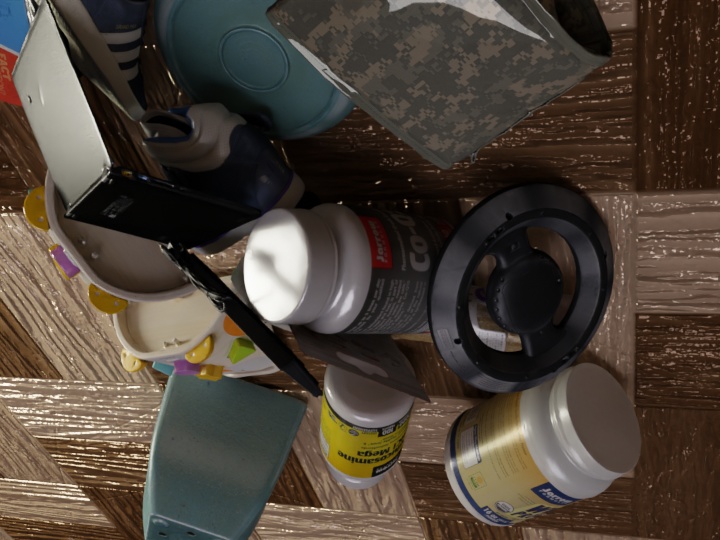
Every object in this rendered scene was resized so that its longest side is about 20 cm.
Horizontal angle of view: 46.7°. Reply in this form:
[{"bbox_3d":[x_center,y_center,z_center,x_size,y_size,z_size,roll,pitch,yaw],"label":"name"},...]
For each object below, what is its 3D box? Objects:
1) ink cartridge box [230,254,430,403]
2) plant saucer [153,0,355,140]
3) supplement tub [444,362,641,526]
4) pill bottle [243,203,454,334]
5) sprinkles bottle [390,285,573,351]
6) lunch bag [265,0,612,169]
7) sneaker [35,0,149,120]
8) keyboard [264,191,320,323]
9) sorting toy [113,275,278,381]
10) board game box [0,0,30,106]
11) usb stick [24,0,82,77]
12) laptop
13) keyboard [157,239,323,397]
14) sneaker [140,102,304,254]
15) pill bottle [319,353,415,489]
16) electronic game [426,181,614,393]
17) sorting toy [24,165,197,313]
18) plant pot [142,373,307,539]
[{"bbox_3d":[-0.034,0.065,0.832,0.159,0.201,0.051,24,110,-32],"label":"ink cartridge box"},{"bbox_3d":[-0.089,-0.187,0.718,0.195,0.028,0.203,9,140,8],"label":"plant saucer"},{"bbox_3d":[0.207,0.201,0.962,0.143,0.147,0.199,32,137,-19],"label":"supplement tub"},{"bbox_3d":[0.000,0.000,0.764,0.197,0.117,0.113,4,154,-43],"label":"pill bottle"},{"bbox_3d":[0.130,0.051,0.878,0.195,0.069,0.069,6,139,12],"label":"sprinkles bottle"},{"bbox_3d":[0.063,-0.183,0.602,0.199,0.119,0.163,42,133,-20],"label":"lunch bag"},{"bbox_3d":[-0.206,-0.206,0.708,0.075,0.085,0.201,39,166,14],"label":"sneaker"},{"bbox_3d":[-0.075,-0.007,0.921,0.102,0.040,0.203,-15,133,-1],"label":"keyboard"},{"bbox_3d":[-0.179,0.092,1.027,0.196,0.109,0.180,-10,152,28],"label":"sorting toy"},{"bbox_3d":[-0.376,-0.236,0.747,0.195,0.041,0.155,14,140,3],"label":"board game box"},{"bbox_3d":[-0.260,-0.239,0.694,0.032,0.056,0.202,13,140,2],"label":"usb stick"},{"bbox_3d":[-0.199,-0.109,0.717,0.196,0.119,0.186,15,166,-28],"label":"laptop"},{"bbox_3d":[-0.113,0.030,0.736,0.199,0.021,0.127,38,173,38],"label":"keyboard"},{"bbox_3d":[-0.154,-0.096,0.787,0.146,0.082,0.198,41,150,-25],"label":"sneaker"},{"bbox_3d":[0.005,0.188,1.039,0.110,0.114,0.202,12,140,4],"label":"pill bottle"},{"bbox_3d":[0.152,0.019,0.776,0.195,0.042,0.205,-7,110,-20],"label":"electronic game"},{"bbox_3d":[-0.284,-0.029,0.880,0.202,0.107,0.179,55,154,-12],"label":"sorting toy"},{"bbox_3d":[-0.205,0.279,1.140,0.192,0.203,0.197,20,142,-4],"label":"plant pot"}]
